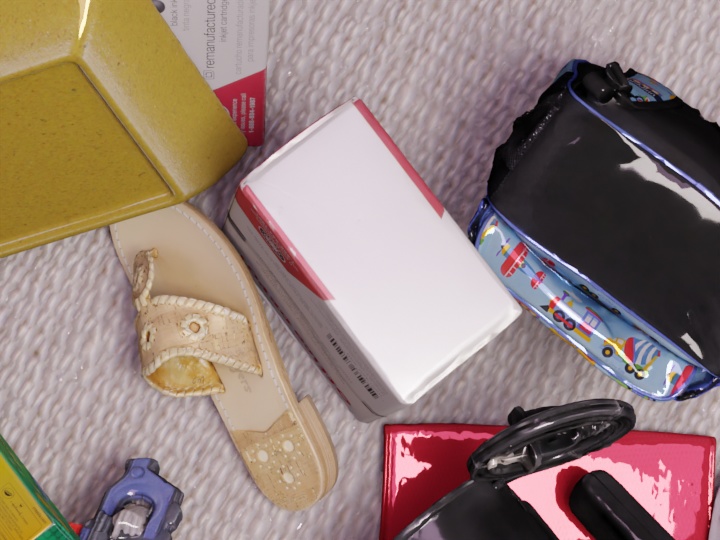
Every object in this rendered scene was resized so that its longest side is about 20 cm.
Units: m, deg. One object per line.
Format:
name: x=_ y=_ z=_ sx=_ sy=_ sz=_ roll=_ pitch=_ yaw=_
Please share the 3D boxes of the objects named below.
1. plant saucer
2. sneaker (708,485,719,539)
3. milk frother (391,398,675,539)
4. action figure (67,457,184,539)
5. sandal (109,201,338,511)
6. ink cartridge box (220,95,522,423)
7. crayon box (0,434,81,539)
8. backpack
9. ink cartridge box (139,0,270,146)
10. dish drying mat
plant saucer: x=-0.184 y=-0.074 z=1.228 sx=0.198 sy=0.200 sz=0.049 roll=-16 pitch=53 yaw=13
sneaker: x=0.231 y=0.209 z=1.309 sx=0.073 sy=0.071 sz=0.202 roll=9 pitch=84 yaw=-31
milk frother: x=0.112 y=0.184 z=1.215 sx=0.180 sy=0.200 sz=0.188 roll=-39 pitch=75 yaw=-9
action figure: x=-0.123 y=0.215 z=1.241 sx=0.192 sy=0.105 sz=0.201 roll=24 pitch=50 yaw=9
sandal: x=-0.091 y=0.050 z=1.296 sx=0.077 sy=0.070 sz=0.213 roll=-31 pitch=91 yaw=35
ink cartridge box: x=0.000 y=0.000 z=1.255 sx=0.083 sy=0.200 sz=0.147 roll=-37 pitch=89 yaw=-9
crayon box: x=-0.237 y=0.136 z=1.238 sx=0.119 sy=0.200 sz=0.058 roll=-42 pitch=134 yaw=-5
backpack: x=0.157 y=-0.032 z=1.281 sx=0.182 sy=0.200 sz=0.135 roll=37 pitch=104 yaw=-3
ink cartridge box: x=-0.152 y=-0.140 z=1.258 sx=0.198 sy=0.146 sz=0.084 roll=-2 pitch=57 yaw=-5
dish drying mat: x=0.111 y=0.131 z=1.343 sx=0.198 sy=0.018 sz=0.078 roll=3 pitch=86 yaw=-5
